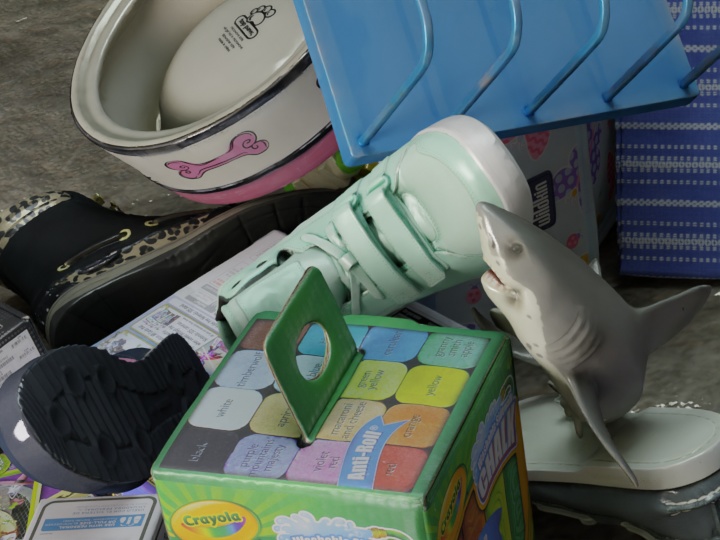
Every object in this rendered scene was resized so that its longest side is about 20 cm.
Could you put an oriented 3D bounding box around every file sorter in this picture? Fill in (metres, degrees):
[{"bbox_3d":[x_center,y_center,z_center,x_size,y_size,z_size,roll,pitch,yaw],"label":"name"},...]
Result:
[{"bbox_3d":[0.080,-0.152,1.066,0.199,0.123,0.139,-12,74,-22],"label":"file sorter"}]

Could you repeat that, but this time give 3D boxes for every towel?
[{"bbox_3d":[0.212,-0.095,1.218,0.144,0.201,0.024,0,3,16],"label":"towel"}]

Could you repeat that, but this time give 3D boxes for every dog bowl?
[{"bbox_3d":[-0.065,-0.123,1.245,0.200,0.074,0.201,-23,40,21],"label":"dog bowl"}]

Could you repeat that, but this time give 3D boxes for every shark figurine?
[{"bbox_3d":[0.115,0.029,0.981,0.089,0.214,0.128,-37,77,0],"label":"shark figurine"}]

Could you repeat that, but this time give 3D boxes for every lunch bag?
[{"bbox_3d":[0.073,-0.062,1.209,0.127,0.170,0.200,7,32,23],"label":"lunch bag"}]

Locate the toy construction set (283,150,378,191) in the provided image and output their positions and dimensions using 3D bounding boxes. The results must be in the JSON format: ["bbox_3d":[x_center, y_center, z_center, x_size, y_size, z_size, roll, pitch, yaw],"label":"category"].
[{"bbox_3d":[-0.017,-0.130,1.365,0.092,0.131,0.201,-5,57,63],"label":"toy construction set"}]

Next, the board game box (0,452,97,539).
[{"bbox_3d":[-0.213,0.161,1.060,0.200,0.032,0.120,-30,40,-32],"label":"board game box"}]

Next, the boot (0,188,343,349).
[{"bbox_3d":[-0.116,-0.017,1.286,0.203,0.074,0.154,-23,30,-23],"label":"boot"}]

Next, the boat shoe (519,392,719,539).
[{"bbox_3d":[0.109,0.101,1.029,0.073,0.062,0.200,-33,16,-28],"label":"boat shoe"}]

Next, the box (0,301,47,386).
[{"bbox_3d":[-0.282,0.077,1.159,0.200,0.044,0.160,-37,34,-23],"label":"box"}]

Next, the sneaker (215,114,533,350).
[{"bbox_3d":[0.000,0.000,1.033,0.118,0.074,0.200,-34,-2,-29],"label":"sneaker"}]

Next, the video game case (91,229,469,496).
[{"bbox_3d":[-0.056,0.066,1.130,0.181,0.046,0.200,-31,33,-23],"label":"video game case"}]

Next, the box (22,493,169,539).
[{"bbox_3d":[-0.117,0.196,0.888,0.060,0.117,0.200,-3,32,11],"label":"box"}]

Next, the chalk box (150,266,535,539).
[{"bbox_3d":[-0.002,0.098,0.933,0.123,0.201,0.125,5,35,21],"label":"chalk box"}]

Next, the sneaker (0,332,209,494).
[{"bbox_3d":[-0.130,0.076,0.989,0.082,0.070,0.200,-26,-8,15],"label":"sneaker"}]
